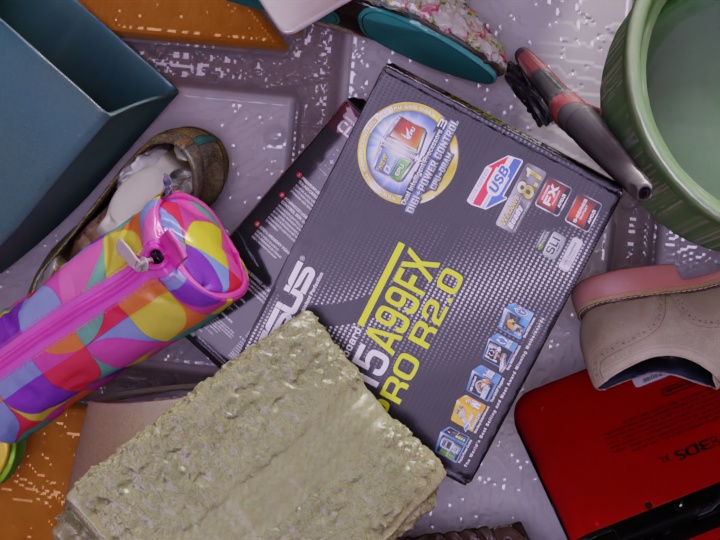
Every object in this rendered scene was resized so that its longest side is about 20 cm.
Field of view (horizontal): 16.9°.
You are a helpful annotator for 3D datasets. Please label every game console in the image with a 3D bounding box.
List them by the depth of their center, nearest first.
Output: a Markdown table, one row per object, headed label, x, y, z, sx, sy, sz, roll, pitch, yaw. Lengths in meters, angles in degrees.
| label | x | y | z | sx | sy | sz | roll | pitch | yaw |
| --- | --- | --- | --- | --- | --- | --- | --- | --- | --- |
| game console | 0.213 | 0.139 | 1.484 | 0.199 | 0.119 | 0.173 | -20 | 60 | -8 |

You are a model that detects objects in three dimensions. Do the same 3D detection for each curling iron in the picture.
| label | x | y | z | sx | sy | sz | roll | pitch | yaw |
| --- | --- | --- | --- | --- | --- | --- | --- | --- | --- |
| curling iron | 0.131 | -0.085 | 1.427 | 0.025 | 0.200 | 0.050 | -36 | 119 | -2 |

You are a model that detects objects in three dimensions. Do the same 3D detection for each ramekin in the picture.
| label | x | y | z | sx | sy | sz | roll | pitch | yaw |
| --- | --- | --- | --- | --- | --- | --- | --- | --- | --- |
| ramekin | 0.237 | -0.104 | 1.417 | 0.199 | 0.098 | 0.202 | 2 | 79 | -11 |

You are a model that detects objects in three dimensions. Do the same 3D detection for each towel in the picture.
| label | x | y | z | sx | sy | sz | roll | pitch | yaw |
| --- | --- | --- | --- | --- | --- | --- | --- | --- | --- |
| towel | -0.063 | 0.132 | 1.390 | 0.200 | 0.036 | 0.149 | -40 | 89 | -13 |

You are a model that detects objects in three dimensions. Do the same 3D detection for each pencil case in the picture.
| label | x | y | z | sx | sy | sz | roll | pitch | yaw |
| --- | --- | --- | --- | --- | --- | --- | --- | --- | --- |
| pencil case | -0.161 | 0.027 | 1.457 | 0.200 | 0.088 | 0.089 | -35 | 89 | 26 |

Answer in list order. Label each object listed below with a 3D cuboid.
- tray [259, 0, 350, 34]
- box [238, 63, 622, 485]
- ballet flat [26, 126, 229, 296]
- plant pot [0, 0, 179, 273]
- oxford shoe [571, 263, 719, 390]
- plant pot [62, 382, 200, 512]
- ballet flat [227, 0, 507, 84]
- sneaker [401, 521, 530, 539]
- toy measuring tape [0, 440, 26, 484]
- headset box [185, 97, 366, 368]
| label | x | y | z | sx | sy | sz | roll | pitch | yaw |
| --- | --- | --- | --- | --- | --- | --- | --- | --- | --- |
| tray | -0.050 | -0.235 | 1.478 | 0.107 | 0.022 | 0.200 | -29 | 66 | -10 |
| box | 0.041 | 0.002 | 1.433 | 0.160 | 0.044 | 0.201 | 28 | 98 | 2 |
| ballet flat | -0.160 | -0.010 | 1.526 | 0.071 | 0.071 | 0.200 | 41 | 99 | 4 |
| plant pot | -0.243 | -0.075 | 1.501 | 0.141 | 0.141 | 0.200 | 41 | 106 | 4 |
| oxford shoe | 0.228 | 0.036 | 1.442 | 0.199 | 0.071 | 0.074 | -6 | 70 | 6 |
| plant pot | -0.111 | 0.174 | 1.471 | 0.186 | 0.187 | 0.202 | -5 | 93 | 8 |
| ballet flat | 0.003 | -0.176 | 1.492 | 0.199 | 0.076 | 0.064 | 19 | 77 | 3 |
| sneaker | 0.071 | 0.190 | 1.517 | 0.199 | 0.070 | 0.076 | 17 | 79 | 2 |
| toy measuring tape | -0.271 | 0.139 | 1.553 | 0.073 | 0.074 | 0.200 | 36 | 98 | 4 |
| headset box | 0.000 | 0.000 | 1.499 | 0.148 | 0.075 | 0.200 | 41 | 99 | 3 |
